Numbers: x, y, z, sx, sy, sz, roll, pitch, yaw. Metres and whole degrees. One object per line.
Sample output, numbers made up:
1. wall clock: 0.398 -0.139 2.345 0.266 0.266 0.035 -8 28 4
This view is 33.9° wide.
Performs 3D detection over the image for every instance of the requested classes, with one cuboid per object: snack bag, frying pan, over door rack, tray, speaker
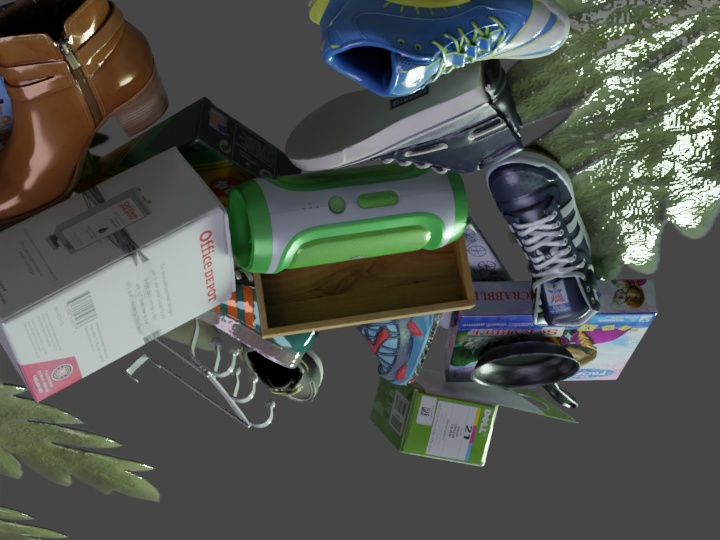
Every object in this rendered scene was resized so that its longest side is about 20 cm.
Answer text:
1. snack bag: 0.057 0.016 1.241 0.199 0.021 0.189 -12 146 22
2. frying pan: 0.202 0.108 1.264 0.190 0.031 0.115 13 152 -35
3. over door rack: -0.197 0.095 1.324 0.200 0.067 0.148 18 155 25
4. tray: 0.000 0.000 1.106 0.199 0.099 0.037 -8 173 -5
5. speaker: -0.011 -0.049 1.032 0.199 0.089 0.089 -9 153 -22

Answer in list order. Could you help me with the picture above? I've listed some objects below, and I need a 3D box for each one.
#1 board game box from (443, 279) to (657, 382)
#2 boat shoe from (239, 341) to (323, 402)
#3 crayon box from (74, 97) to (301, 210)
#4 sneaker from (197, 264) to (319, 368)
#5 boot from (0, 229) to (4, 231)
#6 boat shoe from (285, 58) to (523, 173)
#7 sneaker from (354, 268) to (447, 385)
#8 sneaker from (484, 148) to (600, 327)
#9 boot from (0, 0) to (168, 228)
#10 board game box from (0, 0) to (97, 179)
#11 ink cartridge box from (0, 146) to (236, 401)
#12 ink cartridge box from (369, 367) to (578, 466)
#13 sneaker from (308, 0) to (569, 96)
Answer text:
1. board game box: 0.195 0.068 1.266 0.199 0.041 0.200 -1 155 0
2. boat shoe: -0.094 0.108 1.363 0.072 0.060 0.202 -6 147 13
3. crayon box: -0.168 -0.071 1.090 0.200 0.051 0.127 -23 140 36
4. sneaker: -0.130 0.020 1.228 0.200 0.071 0.080 31 98 -17
5. boot: -0.374 -0.026 1.165 0.138 0.077 0.200 15 133 31
6. boat shoe: 0.041 -0.108 0.990 0.200 0.075 0.093 -16 136 26
7. sneaker: 0.033 0.045 1.222 0.095 0.079 0.200 21 145 4
8. sneaker: 0.171 -0.021 1.090 0.070 0.109 0.200 -13 145 23
9. boot: -0.250 -0.127 0.915 0.200 0.077 0.155 -32 152 -4
10. board game box: -0.309 -0.127 0.982 0.134 0.029 0.200 -20 149 -8
11. ink cartridge box: -0.214 0.005 0.999 0.200 0.083 0.147 -29 154 -19
12. ink cartridge box: 0.128 0.172 1.369 0.199 0.076 0.148 13 -175 -14
13. sneaker: 0.057 -0.164 0.872 0.199 0.105 0.076 7 148 -6
